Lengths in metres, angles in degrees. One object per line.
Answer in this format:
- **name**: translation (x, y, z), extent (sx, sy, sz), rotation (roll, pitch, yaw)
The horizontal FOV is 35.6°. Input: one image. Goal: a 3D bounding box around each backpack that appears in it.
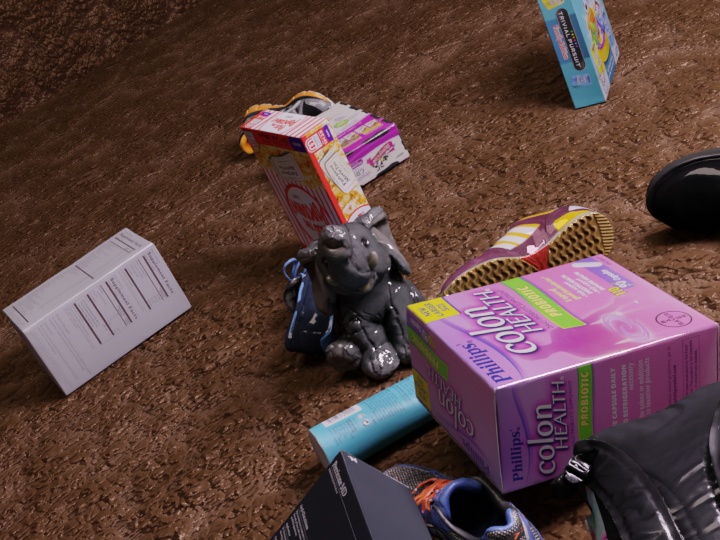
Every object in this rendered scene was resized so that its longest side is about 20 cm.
- **backpack**: translation (0.235, 0.177, 0.734), extent (0.167, 0.127, 0.200), rotation (-32, 26, 14)

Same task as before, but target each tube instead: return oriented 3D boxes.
- **tube**: translation (0.047, 0.128, 1.077), extent (0.200, 0.050, 0.077), rotation (-28, 31, -13)

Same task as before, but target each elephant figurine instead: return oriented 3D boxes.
- **elephant figurine**: translation (0.000, 0.000, 1.166), extent (0.155, 0.200, 0.142), rotation (5, 41, 46)

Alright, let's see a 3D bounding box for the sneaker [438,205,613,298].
- **sneaker**: translation (0.166, -0.006, 1.187), extent (0.200, 0.075, 0.090), rotation (-24, 18, -10)

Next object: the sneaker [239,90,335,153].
- **sneaker**: translation (-0.117, -0.234, 1.833), extent (0.200, 0.078, 0.077), rotation (-9, 45, 37)

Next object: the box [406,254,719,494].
- **box**: translation (0.165, 0.078, 0.941), extent (0.200, 0.097, 0.176), rotation (-15, 24, -15)

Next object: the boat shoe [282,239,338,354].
- **boat shoe**: translation (-0.060, 0.022, 1.307), extent (0.068, 0.084, 0.200), rotation (-10, 27, 6)

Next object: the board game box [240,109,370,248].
- **board game box**: translation (-0.054, -0.099, 1.389), extent (0.046, 0.200, 0.151), rotation (-38, 29, -21)

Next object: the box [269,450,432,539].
- **box**: translation (-0.007, 0.249, 0.815), extent (0.141, 0.079, 0.200), rotation (-54, 24, 13)

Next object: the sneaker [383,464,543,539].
- **sneaker**: translation (0.079, 0.192, 0.895), extent (0.075, 0.079, 0.200), rotation (-39, 30, -25)

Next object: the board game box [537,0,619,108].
- **board game box**: translation (0.293, -0.345, 1.517), extent (0.047, 0.200, 0.151), rotation (-11, 31, 27)

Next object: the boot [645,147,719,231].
- **boot**: translation (0.371, -0.053, 1.068), extent (0.211, 0.080, 0.158), rotation (-10, 31, 28)

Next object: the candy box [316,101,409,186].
- **candy box**: translation (-0.034, -0.178, 1.664), extent (0.136, 0.061, 0.200), rotation (-33, 28, -12)

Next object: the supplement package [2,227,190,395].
- **supplement package**: translation (-0.347, 0.051, 1.481), extent (0.200, 0.110, 0.114), rotation (-36, 28, -18)
